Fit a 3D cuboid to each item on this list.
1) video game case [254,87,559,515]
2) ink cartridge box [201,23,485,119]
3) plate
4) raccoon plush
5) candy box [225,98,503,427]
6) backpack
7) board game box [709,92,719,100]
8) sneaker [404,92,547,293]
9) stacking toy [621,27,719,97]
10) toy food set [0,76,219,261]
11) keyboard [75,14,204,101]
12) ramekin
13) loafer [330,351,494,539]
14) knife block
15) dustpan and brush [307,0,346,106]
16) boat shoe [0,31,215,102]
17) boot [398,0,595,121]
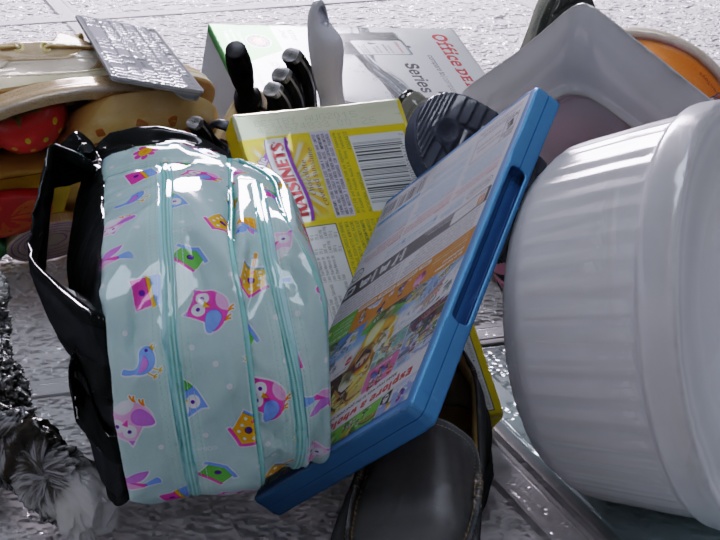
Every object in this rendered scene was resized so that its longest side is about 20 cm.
[{"bbox_3d":[0.023,0.015,0.909,0.143,0.018,0.200,-36,24,50],"label":"video game case"},{"bbox_3d":[-0.006,-0.114,1.378,0.200,0.083,0.147,-2,34,-20],"label":"ink cartridge box"},{"bbox_3d":[0.160,-0.057,1.091,0.200,0.032,0.200,38,-19,-7],"label":"plate"},{"bbox_3d":[-0.183,0.076,0.961,0.200,0.097,0.134,41,18,16],"label":"raccoon plush"},{"bbox_3d":[0.000,0.000,1.014,0.102,0.026,0.200,-8,65,-19],"label":"candy box"},{"bbox_3d":[-0.079,0.023,0.872,0.126,0.167,0.200,-14,20,-3],"label":"backpack"},{"bbox_3d":[0.326,-0.059,1.235,0.200,0.035,0.135,38,33,18],"label":"board game box"},{"bbox_3d":[0.084,-0.017,1.061,0.070,0.200,0.082,-51,20,-22],"label":"sneaker"},{"bbox_3d":[0.174,-0.061,1.269,0.146,0.146,0.200,6,36,16],"label":"stacking toy"},{"bbox_3d":[-0.192,-0.060,1.196,0.200,0.049,0.198,-12,-21,-20],"label":"toy food set"},{"bbox_3d":[-0.142,-0.138,1.186,0.056,0.011,0.200,14,13,-19],"label":"keyboard"},{"bbox_3d":[0.144,0.023,0.903,0.094,0.203,0.202,-4,15,31],"label":"ramekin"},{"bbox_3d":[0.024,0.099,0.854,0.073,0.072,0.200,3,20,5],"label":"loafer"},{"bbox_3d":[-0.052,-0.075,1.182,0.064,0.176,0.200,22,24,13],"label":"knife block"},{"bbox_3d":[-0.003,-0.059,1.108,0.057,0.200,0.140,10,23,30],"label":"dustpan and brush"},{"bbox_3d":[-0.191,-0.123,1.222,0.200,0.074,0.069,-5,51,-35],"label":"boat shoe"},{"bbox_3d":[0.074,-0.101,1.243,0.131,0.200,0.068,21,11,36],"label":"boot"}]
